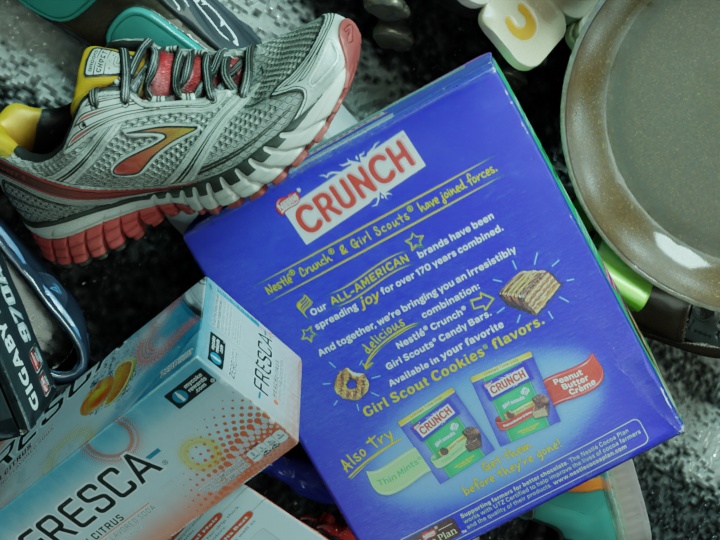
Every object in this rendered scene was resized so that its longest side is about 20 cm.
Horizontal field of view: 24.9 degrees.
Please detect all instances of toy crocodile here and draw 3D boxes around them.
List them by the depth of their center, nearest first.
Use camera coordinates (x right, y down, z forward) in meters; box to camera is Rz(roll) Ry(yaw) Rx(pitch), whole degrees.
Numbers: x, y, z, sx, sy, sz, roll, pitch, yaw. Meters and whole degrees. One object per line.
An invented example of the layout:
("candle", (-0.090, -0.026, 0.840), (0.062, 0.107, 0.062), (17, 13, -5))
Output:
("toy crocodile", (0.169, -0.055, 0.897), (0.067, 0.062, 0.200), (34, 50, 1))

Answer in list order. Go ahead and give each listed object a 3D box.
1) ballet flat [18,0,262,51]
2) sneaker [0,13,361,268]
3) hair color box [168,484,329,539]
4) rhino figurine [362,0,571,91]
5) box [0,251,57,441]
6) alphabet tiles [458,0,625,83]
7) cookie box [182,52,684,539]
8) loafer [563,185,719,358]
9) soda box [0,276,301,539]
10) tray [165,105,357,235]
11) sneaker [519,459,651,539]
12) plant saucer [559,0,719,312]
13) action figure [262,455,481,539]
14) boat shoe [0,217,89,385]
("ballet flat", (-0.117, -0.139, 0.782), (0.200, 0.073, 0.073), (40, 81, -23))
("sneaker", (-0.089, -0.068, 0.742), (0.199, 0.078, 0.082), (-22, 120, 24))
("hair color box", (-0.060, 0.169, 0.777), (0.111, 0.200, 0.064), (-47, 113, -12))
("rhino figurine", (0.086, -0.146, 0.874), (0.199, 0.060, 0.088), (16, 73, -28))
("box", (-0.250, 0.014, 0.695), (0.199, 0.046, 0.159), (-14, 108, 13))
("alphabet tiles", (0.092, -0.195, 0.849), (0.200, 0.015, 0.196), (49, 51, -11))
("cookie box", (0.037, 0.021, 0.800), (0.171, 0.075, 0.200), (-28, 101, 6))
("loafer", (0.165, 0.003, 0.930), (0.199, 0.071, 0.073), (16, 91, -26))
("soda box", (-0.120, 0.094, 0.761), (0.200, 0.064, 0.068), (-38, 117, 21))
("tray", (0.000, 0.000, 0.870), (0.107, 0.022, 0.200), (-45, 114, -3))
("sneaker", (0.100, 0.091, 0.901), (0.080, 0.071, 0.200), (-23, 121, -1))
("plant saucer", (0.199, -0.075, 0.798), (0.199, 0.032, 0.201), (6, 112, 15))
("action figure", (-0.008, 0.110, 0.881), (0.200, 0.052, 0.066), (33, 78, -28))
("boat shoe", (-0.197, -0.020, 0.756), (0.200, 0.069, 0.084), (36, 82, -25))
